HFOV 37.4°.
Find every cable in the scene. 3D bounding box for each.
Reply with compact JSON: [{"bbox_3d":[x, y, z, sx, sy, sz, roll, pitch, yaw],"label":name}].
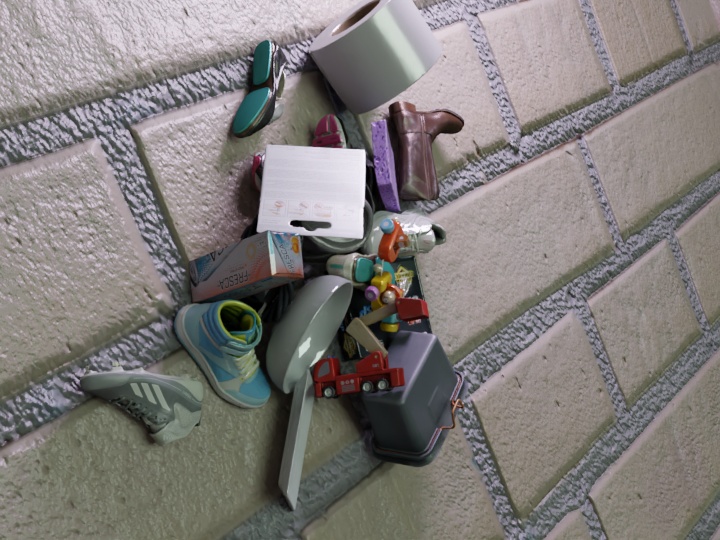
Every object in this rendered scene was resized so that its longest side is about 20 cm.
[{"bbox_3d":[-0.139,-0.020,1.626,0.050,0.163,0.203,17,71,-27],"label":"cable"}]

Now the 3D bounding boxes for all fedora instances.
[{"bbox_3d":[-0.059,-0.087,1.719,0.198,0.090,0.179,16,100,-27],"label":"fedora"}]

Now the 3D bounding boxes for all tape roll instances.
[{"bbox_3d":[0.027,-0.391,1.881,0.140,0.201,0.203,52,47,-20],"label":"tape roll"}]

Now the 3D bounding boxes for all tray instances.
[{"bbox_3d":[-0.100,0.263,1.656,0.108,0.022,0.202,81,16,-65],"label":"tray"}]

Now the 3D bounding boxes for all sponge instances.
[{"bbox_3d":[0.044,-0.179,1.875,0.200,0.029,0.113,63,20,-78],"label":"sponge"}]

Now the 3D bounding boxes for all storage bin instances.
[{"bbox_3d":[0.091,0.206,1.784,0.201,0.144,0.135,-59,140,-36],"label":"storage bin"}]

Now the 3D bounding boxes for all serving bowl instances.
[{"bbox_3d":[-0.090,0.089,1.658,0.065,0.201,0.200,29,46,13],"label":"serving bowl"}]

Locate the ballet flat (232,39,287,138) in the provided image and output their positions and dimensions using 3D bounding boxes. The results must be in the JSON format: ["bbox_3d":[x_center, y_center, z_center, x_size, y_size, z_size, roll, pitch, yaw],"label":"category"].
[{"bbox_3d":[-0.155,-0.290,1.763,0.068,0.067,0.202,40,53,-41],"label":"ballet flat"}]

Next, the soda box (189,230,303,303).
[{"bbox_3d":[-0.170,-0.002,1.562,0.063,0.199,0.069,4,74,-44],"label":"soda box"}]

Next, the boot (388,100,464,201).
[{"bbox_3d":[0.136,-0.211,2.022,0.184,0.064,0.203,5,64,-32],"label":"boot"}]

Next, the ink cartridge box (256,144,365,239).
[{"bbox_3d":[-0.074,-0.109,1.619,0.160,0.057,0.202,3,50,-2],"label":"ink cartridge box"}]

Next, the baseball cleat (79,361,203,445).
[{"bbox_3d":[-0.296,0.187,1.472,0.198,0.069,0.108,10,71,-43],"label":"baseball cleat"}]

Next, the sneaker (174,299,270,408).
[{"bbox_3d":[-0.175,0.124,1.572,0.200,0.130,0.080,50,47,-24],"label":"sneaker"}]

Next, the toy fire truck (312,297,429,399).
[{"bbox_3d":[0.015,0.125,1.702,0.049,0.197,0.143,24,58,-74],"label":"toy fire truck"}]

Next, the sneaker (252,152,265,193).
[{"bbox_3d":[-0.097,-0.147,1.772,0.199,0.074,0.082,23,62,-39],"label":"sneaker"}]

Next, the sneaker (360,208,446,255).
[{"bbox_3d":[0.083,-0.063,1.903,0.199,0.099,0.079,-19,122,-46],"label":"sneaker"}]

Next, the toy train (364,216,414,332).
[{"bbox_3d":[0.065,0.015,1.773,0.201,0.055,0.151,70,37,-51],"label":"toy train"}]

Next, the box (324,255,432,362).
[{"bbox_3d":[0.035,0.063,1.866,0.199,0.046,0.161,-8,84,-46],"label":"box"}]

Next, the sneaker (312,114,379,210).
[{"bbox_3d":[-0.020,-0.177,1.865,0.087,0.073,0.202,-26,101,-48],"label":"sneaker"}]

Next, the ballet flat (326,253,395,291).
[{"bbox_3d":[0.000,0.000,1.765,0.200,0.062,0.068,25,72,-67],"label":"ballet flat"}]
